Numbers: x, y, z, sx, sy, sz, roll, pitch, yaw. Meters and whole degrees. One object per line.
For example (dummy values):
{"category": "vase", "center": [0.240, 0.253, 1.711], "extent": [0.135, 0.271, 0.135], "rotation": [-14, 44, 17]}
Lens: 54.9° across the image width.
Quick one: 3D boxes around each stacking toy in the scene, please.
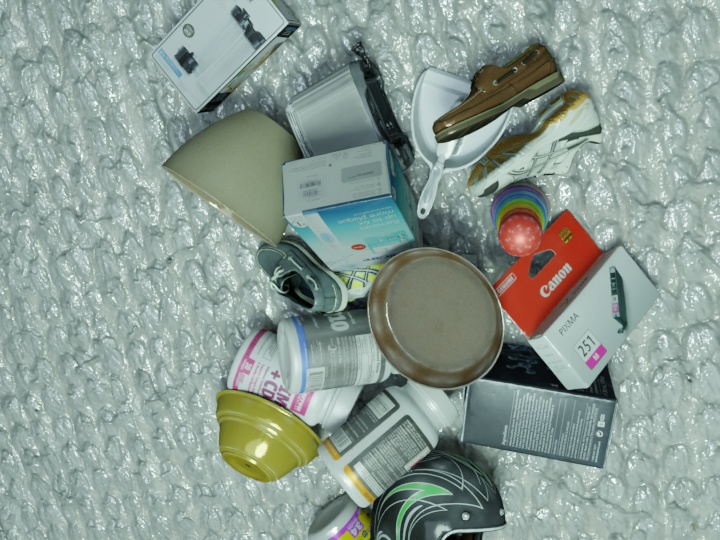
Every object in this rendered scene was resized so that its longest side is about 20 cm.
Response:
{"category": "stacking toy", "center": [0.210, -0.061, 0.922], "extent": [0.085, 0.200, 0.086], "rotation": [4, 107, 13]}

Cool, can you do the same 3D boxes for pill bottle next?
{"category": "pill bottle", "center": [-0.017, 0.116, 1.038], "extent": [0.199, 0.114, 0.114], "rotation": [-5, 107, -18]}
{"category": "pill bottle", "center": [-0.102, 0.181, 1.115], "extent": [0.199, 0.113, 0.114], "rotation": [24, 110, 6]}
{"category": "pill bottle", "center": [0.044, 0.247, 1.038], "extent": [0.200, 0.116, 0.117], "rotation": [-38, 94, -8]}
{"category": "pill bottle", "center": [0.008, 0.490, 1.180], "extent": [0.104, 0.104, 0.200], "rotation": [-37, 95, 20]}

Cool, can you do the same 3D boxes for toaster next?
{"category": "toaster", "center": [-0.018, -0.206, 0.986], "extent": [0.129, 0.114, 0.201], "rotation": [-21, 101, 21]}

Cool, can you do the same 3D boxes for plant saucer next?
{"category": "plant saucer", "center": [0.103, 0.064, 0.946], "extent": [0.199, 0.032, 0.201], "rotation": [8, 106, 27]}

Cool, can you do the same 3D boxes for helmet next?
{"category": "helmet", "center": [0.119, 0.375, 1.075], "extent": [0.199, 0.200, 0.191], "rotation": [26, 95, 6]}

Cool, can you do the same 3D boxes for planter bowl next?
{"category": "planter bowl", "center": [-0.166, 0.284, 1.122], "extent": [0.200, 0.084, 0.201], "rotation": [20, 147, 13]}

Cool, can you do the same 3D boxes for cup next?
{"category": "cup", "center": [-0.164, -0.148, 1.014], "extent": [0.200, 0.200, 0.144], "rotation": [35, 85, 3]}

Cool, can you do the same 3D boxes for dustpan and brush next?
{"category": "dustpan and brush", "center": [0.121, -0.171, 0.987], "extent": [0.139, 0.057, 0.201], "rotation": [21, 109, 8]}

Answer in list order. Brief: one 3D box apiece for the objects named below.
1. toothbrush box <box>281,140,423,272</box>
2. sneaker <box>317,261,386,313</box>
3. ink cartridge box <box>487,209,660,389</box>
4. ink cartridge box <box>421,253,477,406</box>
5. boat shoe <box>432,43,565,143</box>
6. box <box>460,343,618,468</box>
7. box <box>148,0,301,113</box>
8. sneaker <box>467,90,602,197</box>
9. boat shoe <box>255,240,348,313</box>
{"category": "toothbrush box", "center": [-0.005, -0.080, 0.953], "extent": [0.146, 0.200, 0.086], "rotation": [-9, 68, 13]}
{"category": "sneaker", "center": [0.000, 0.000, 1.060], "extent": [0.199, 0.075, 0.077], "rotation": [-23, 99, 17]}
{"category": "ink cartridge box", "center": [0.295, 0.031, 0.945], "extent": [0.174, 0.200, 0.044], "rotation": [50, 155, -4]}
{"category": "ink cartridge box", "center": [0.132, 0.085, 1.027], "extent": [0.067, 0.116, 0.201], "rotation": [4, 106, 14]}
{"category": "boat shoe", "center": [0.173, -0.237, 0.927], "extent": [0.199, 0.072, 0.068], "rotation": [-29, 92, -14]}
{"category": "box", "center": [0.256, 0.187, 1.008], "extent": [0.199, 0.148, 0.108], "rotation": [7, 107, 12]}
{"category": "box", "center": [-0.201, -0.341, 1.021], "extent": [0.200, 0.060, 0.117], "rotation": [-36, 94, 20]}
{"category": "sneaker", "center": [0.242, -0.151, 0.943], "extent": [0.200, 0.076, 0.088], "rotation": [-36, 116, 11]}
{"category": "boat shoe", "center": [-0.105, 0.008, 1.054], "extent": [0.200, 0.062, 0.073], "rotation": [31, 120, 38]}
